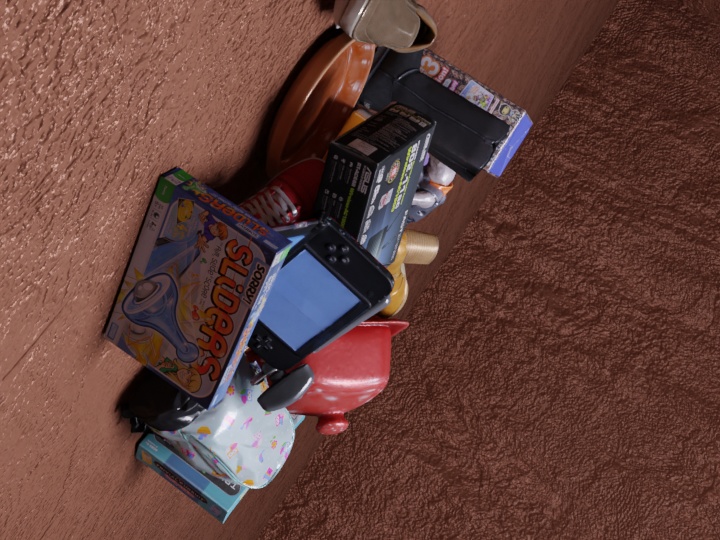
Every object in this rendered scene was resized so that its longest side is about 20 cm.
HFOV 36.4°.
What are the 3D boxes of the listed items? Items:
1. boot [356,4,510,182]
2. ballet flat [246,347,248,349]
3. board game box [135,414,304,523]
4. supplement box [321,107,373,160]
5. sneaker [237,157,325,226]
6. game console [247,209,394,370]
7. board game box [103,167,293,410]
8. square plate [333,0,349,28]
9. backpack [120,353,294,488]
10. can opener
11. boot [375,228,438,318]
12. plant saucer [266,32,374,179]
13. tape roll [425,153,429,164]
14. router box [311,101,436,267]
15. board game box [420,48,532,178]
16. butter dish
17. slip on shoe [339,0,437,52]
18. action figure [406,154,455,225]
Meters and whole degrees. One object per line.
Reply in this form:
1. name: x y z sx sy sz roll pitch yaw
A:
1. boot: 0.109 -0.231 1.415 0.165 0.199 0.066 -55 170 -13
2. ballet flat: -0.186 0.094 1.446 0.200 0.069 0.063 -52 -163 -17
3. board game box: -0.187 0.221 1.514 0.200 0.151 0.047 -51 173 -36
4. supplement box: -0.007 -0.135 1.401 0.126 0.073 0.200 -57 -177 11
5. sneaker: -0.113 -0.056 1.166 0.200 0.071 0.112 -41 169 -2
6. game console: -0.093 0.038 1.147 0.200 0.172 0.119 -37 -162 33
7. board game box: -0.160 0.021 1.056 0.034 0.135 0.201 -40 159 -58
8. square plate: 0.043 -0.367 1.167 0.198 0.028 0.201 -44 163 -58
9. backpack: -0.174 0.180 1.347 0.167 0.126 0.200 -50 134 -20
10. can opener: -0.045 0.086 1.290 0.200 0.067 0.053 -38 -177 0
11. boot: 0.000 0.000 1.445 0.201 0.143 0.071 126 -39 -49
12. plant saucer: -0.050 -0.190 1.259 0.201 0.032 0.200 -56 171 -13
13. tape roll: 0.018 -0.116 1.686 0.200 0.085 0.200 -56 170 -15
14. router box: 0.005 -0.071 1.225 0.150 0.062 0.201 -42 154 -52
15. board game box: 0.130 -0.227 1.540 0.097 0.199 0.159 -57 170 8
16. butter dish: -0.048 0.149 1.489 0.198 0.149 0.200 1 160 -32
17. slip on shoe: 0.035 -0.268 1.176 0.076 0.060 0.200 -58 170 11
18. action figure: 0.063 -0.103 1.516 0.193 0.105 0.200 -41 -166 30
